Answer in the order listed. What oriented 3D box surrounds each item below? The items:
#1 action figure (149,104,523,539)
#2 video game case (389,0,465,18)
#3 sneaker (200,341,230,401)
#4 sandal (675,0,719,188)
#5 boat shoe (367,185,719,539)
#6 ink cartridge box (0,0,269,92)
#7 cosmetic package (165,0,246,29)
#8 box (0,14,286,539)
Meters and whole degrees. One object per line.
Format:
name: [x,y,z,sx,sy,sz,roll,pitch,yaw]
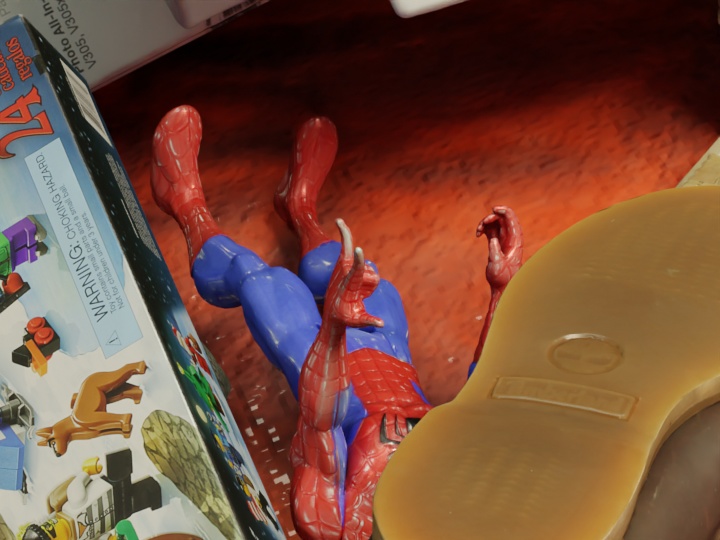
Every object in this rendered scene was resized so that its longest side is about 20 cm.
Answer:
action figure: [0.000,0.000,0.717,0.065,0.099,0.200,1,35,-21]
video game case: [0.112,-0.118,0.796,0.200,0.023,0.182,-16,8,11]
sneaker: [-0.127,0.043,0.762,0.200,0.078,0.090,-4,60,24]
sandal: [0.130,-0.069,0.768,0.078,0.070,0.212,9,46,32]
boat shoe: [0.053,0.045,0.636,0.070,0.070,0.200,15,31,25]
ink cartridge box: [-0.055,-0.123,0.864,0.200,0.084,0.146,-28,14,-8]
cosmetic package: [0.015,-0.161,0.747,0.200,0.081,0.113,-25,69,-6]
box: [-0.099,0.051,0.676,0.137,0.038,0.200,-31,56,7]
